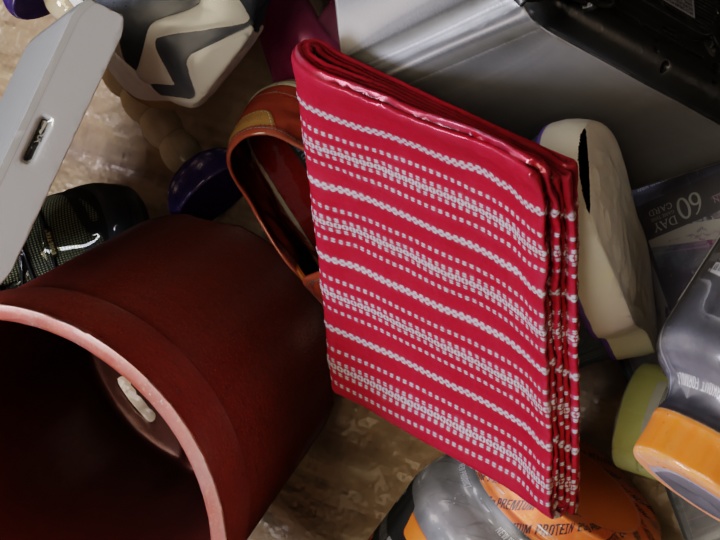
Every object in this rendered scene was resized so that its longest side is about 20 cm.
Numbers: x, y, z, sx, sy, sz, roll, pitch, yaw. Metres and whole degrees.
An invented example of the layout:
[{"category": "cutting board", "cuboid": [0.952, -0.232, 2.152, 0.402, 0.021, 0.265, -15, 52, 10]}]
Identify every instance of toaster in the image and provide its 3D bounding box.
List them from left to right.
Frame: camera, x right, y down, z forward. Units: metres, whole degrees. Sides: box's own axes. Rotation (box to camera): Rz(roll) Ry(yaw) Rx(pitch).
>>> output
[{"category": "toaster", "cuboid": [0.083, -0.144, 1.023, 0.119, 0.200, 0.181, -23, 59, 38]}]

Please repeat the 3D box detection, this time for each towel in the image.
[{"category": "towel", "cuboid": [0.032, 0.006, 0.998, 0.145, 0.022, 0.200, 28, 141, 33]}]

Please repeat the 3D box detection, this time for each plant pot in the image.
[{"category": "plant pot", "cuboid": [-0.114, 0.072, 1.145, 0.201, 0.195, 0.201, 9, 115, 20]}]

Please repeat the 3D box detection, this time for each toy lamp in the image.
[{"category": "toy lamp", "cuboid": [-0.132, -0.114, 1.249, 0.058, 0.058, 0.200, -48, 71, 22]}]

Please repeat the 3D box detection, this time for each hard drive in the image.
[{"category": "hard drive", "cuboid": [-0.161, -0.057, 1.123, 0.026, 0.200, 0.132, 26, 85, -13]}]

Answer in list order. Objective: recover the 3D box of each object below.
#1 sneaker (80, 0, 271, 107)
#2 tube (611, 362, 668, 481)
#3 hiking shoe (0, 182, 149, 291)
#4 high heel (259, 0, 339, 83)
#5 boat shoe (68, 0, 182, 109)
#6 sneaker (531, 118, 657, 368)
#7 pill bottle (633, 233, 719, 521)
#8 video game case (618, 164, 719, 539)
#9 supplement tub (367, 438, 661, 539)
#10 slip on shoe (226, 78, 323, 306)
[{"category": "sneaker", "cuboid": [-0.071, -0.190, 1.129, 0.130, 0.079, 0.199, 37, 96, -4]}, {"category": "tube", "cuboid": [0.211, 0.091, 1.048, 0.200, 0.052, 0.058, 15, 142, 23]}, {"category": "hiking shoe", "cuboid": [-0.203, 0.008, 1.267, 0.200, 0.101, 0.076, -24, 81, 28]}, {"category": "high heel", "cuboid": [-0.067, -0.149, 1.205, 0.200, 0.067, 0.096, 38, 99, 10]}, {"category": "boat shoe", "cuboid": [-0.134, -0.176, 1.212, 0.200, 0.071, 0.069, 49, 149, 15]}, {"category": "sneaker", "cuboid": [0.048, -0.001, 1.040, 0.146, 0.200, 0.081, -5, 70, 13]}, {"category": "pill bottle", "cuboid": [0.195, 0.014, 0.997, 0.106, 0.106, 0.200, 29, 80, 26]}, {"category": "video game case", "cuboid": [0.181, 0.014, 1.096, 0.143, 0.019, 0.200, -24, 79, 28]}, {"category": "supplement tub", "cuboid": [0.046, 0.171, 1.119, 0.123, 0.123, 0.200, 44, 111, 21]}, {"category": "slip on shoe", "cuboid": [0.000, 0.000, 1.157, 0.074, 0.061, 0.200, -31, 96, 34]}]
